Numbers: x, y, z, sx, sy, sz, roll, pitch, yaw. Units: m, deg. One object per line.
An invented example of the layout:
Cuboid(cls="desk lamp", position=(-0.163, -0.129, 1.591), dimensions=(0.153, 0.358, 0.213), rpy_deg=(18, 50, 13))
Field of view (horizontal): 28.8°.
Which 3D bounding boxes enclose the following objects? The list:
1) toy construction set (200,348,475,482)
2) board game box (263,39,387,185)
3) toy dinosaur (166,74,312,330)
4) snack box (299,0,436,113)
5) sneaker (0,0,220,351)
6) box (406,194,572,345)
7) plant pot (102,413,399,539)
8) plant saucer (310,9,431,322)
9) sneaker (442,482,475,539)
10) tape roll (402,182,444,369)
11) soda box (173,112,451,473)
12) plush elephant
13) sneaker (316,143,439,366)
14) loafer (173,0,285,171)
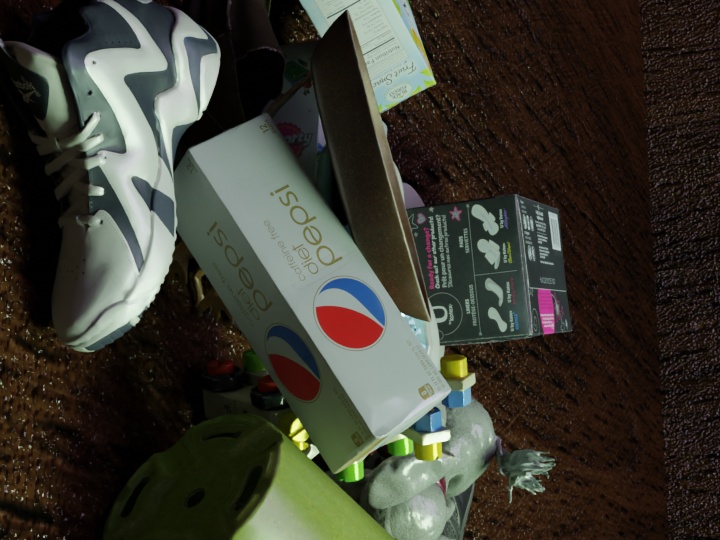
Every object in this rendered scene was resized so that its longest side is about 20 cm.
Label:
Cuboid(cls="toy construction set", position=(-0.029, 0.090, 0.938), dimensions=(0.130, 0.199, 0.093), rpy_deg=(-12, 89, -36))
Cuboid(cls="board game box", position=(-0.033, -0.054, 1.100), dimensions=(0.148, 0.063, 0.202), rpy_deg=(47, 42, -59))
Cuboid(cls="toy dinosaur", position=(-0.089, -0.030, 0.922), dimensions=(0.107, 0.060, 0.201), rpy_deg=(-66, 174, -46))
Cuboid(cls="snack box", position=(-0.022, -0.244, 1.070), dimensions=(0.201, 0.067, 0.169), rpy_deg=(56, 14, -35))
Cuboid(cls="sneaker", position=(-0.157, -0.067, 0.755), dimensions=(0.129, 0.079, 0.201), rpy_deg=(29, 77, -44))
Cuboid(cls="box", position=(0.124, 0.002, 1.341), dimensions=(0.200, 0.113, 0.134), rpy_deg=(4, 79, -72))
Cuboid(cls="plant pot", position=(-0.052, 0.192, 0.836), dimensions=(0.191, 0.198, 0.201), rpy_deg=(58, 31, -30))
Cuboid(cls="plant saucer", position=(0.004, -0.061, 0.884), dimensions=(0.200, 0.034, 0.203), rpy_deg=(-16, 90, -85))
Cuboid(cls="sneaker", position=(0.057, 0.202, 1.259), dimensions=(0.114, 0.075, 0.202), rpy_deg=(58, 37, -63))
Cuboid(cls="tape roll", position=(0.035, 0.020, 1.308), dimensions=(0.202, 0.037, 0.206), rpy_deg=(-7, 90, -71))
Cuboid(cls="soda box", position=(-0.035, 0.013, 0.825), dimensions=(0.063, 0.068, 0.201), rpy_deg=(-29, 81, -33))
Cuboid(cls="plush elephant", position=(0.031, 0.164, 1.099), dimensions=(0.154, 0.198, 0.167), rpy_deg=(-32, 129, -45))
Cuboid(cls="sneaker", position=(0.000, 0.000, 0.994), dimensions=(0.082, 0.073, 0.202), rpy_deg=(23, 50, -62))
Cuboid(cls="loafer", position=(-0.081, -0.145, 0.978), dimensions=(0.073, 0.070, 0.202), rpy_deg=(55, 35, -53))
